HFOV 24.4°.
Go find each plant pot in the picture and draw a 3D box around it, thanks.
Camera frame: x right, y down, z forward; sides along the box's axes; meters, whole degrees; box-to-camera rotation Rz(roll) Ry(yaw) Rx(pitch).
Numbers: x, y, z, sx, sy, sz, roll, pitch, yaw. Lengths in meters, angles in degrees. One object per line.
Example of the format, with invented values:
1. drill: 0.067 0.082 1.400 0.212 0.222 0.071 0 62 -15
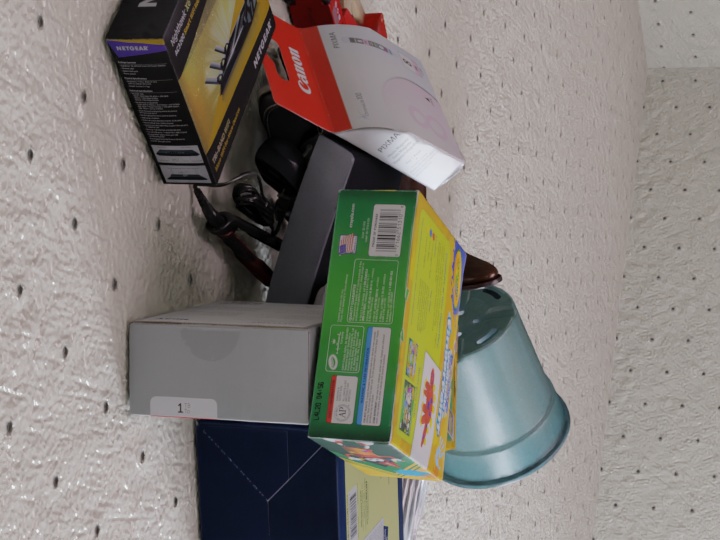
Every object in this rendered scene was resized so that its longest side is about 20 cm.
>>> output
1. plant pot: 0.150 0.137 2.114 0.201 0.198 0.198 -68 146 -48

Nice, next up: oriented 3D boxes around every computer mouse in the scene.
1. computer mouse: -0.061 -0.076 1.570 0.034 0.058 0.200 -52 165 -12

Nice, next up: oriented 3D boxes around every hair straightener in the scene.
1. hair straightener: -0.097 -0.047 1.507 0.077 0.041 0.200 -59 149 -8

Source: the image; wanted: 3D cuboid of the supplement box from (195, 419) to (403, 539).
1. supplement box: -0.050 0.210 1.535 0.200 0.133 0.203 -33 124 -69

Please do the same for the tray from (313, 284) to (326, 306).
1. tray: 0.001 0.041 1.578 0.199 0.022 0.108 -14 128 -58

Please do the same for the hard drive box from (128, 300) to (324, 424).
1. hard drive box: -0.083 0.073 1.383 0.200 0.154 0.078 -10 101 -72

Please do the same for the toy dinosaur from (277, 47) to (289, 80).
1. toy dinosaur: -0.005 -0.158 1.658 0.102 0.198 0.078 178 -72 -70

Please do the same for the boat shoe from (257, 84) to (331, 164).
1. boat shoe: -0.051 -0.116 1.599 0.200 0.072 0.063 63 22 -65

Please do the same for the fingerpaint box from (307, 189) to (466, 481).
1. fingerpaint box: 0.024 0.056 1.347 0.167 0.072 0.203 43 51 -66

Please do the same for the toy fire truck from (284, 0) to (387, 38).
1. toy fire truck: -0.024 -0.268 1.721 0.201 0.048 0.142 73 25 -44

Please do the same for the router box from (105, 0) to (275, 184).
1. router box: -0.134 -0.196 1.363 0.158 0.052 0.201 72 26 -47

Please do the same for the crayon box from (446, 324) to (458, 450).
1. crayon box: 0.055 0.101 1.533 0.200 0.051 0.127 39 52 -78

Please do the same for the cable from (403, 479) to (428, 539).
1. cable: 0.032 0.266 1.866 0.201 0.068 0.202 91 12 -57

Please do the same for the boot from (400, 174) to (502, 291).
1. boot: 0.074 -0.085 1.850 0.064 0.185 0.203 -26 121 -54

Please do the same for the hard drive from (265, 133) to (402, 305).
1. hard drive: -0.023 -0.027 1.544 0.134 0.042 0.202 -8 119 -59

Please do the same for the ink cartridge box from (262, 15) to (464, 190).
1. ink cartridge box: -0.005 -0.174 1.526 0.199 0.057 0.163 31 28 -38
